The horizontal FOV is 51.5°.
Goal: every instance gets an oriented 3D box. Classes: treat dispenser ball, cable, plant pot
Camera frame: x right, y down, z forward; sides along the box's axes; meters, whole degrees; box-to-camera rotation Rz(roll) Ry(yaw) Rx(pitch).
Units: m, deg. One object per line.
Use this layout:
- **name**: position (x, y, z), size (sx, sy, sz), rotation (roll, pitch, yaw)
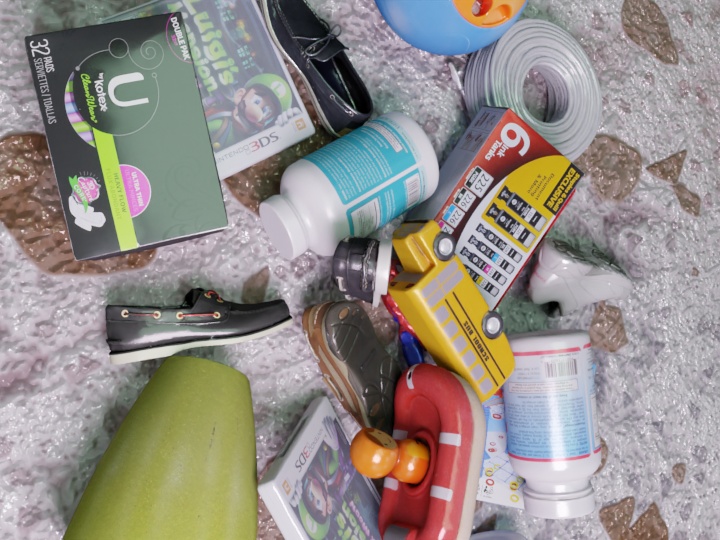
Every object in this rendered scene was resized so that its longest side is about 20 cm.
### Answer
- **treat dispenser ball**: position (0.106, -0.356, 0.868), size (0.196, 0.200, 0.206), rotation (2, 85, -24)
- **cable**: position (0.231, -0.231, 0.988), size (0.197, 0.069, 0.204), rotation (-26, 97, -24)
- **plant pot**: position (-0.173, 0.195, 0.728), size (0.184, 0.187, 0.204), rotation (21, 64, -21)

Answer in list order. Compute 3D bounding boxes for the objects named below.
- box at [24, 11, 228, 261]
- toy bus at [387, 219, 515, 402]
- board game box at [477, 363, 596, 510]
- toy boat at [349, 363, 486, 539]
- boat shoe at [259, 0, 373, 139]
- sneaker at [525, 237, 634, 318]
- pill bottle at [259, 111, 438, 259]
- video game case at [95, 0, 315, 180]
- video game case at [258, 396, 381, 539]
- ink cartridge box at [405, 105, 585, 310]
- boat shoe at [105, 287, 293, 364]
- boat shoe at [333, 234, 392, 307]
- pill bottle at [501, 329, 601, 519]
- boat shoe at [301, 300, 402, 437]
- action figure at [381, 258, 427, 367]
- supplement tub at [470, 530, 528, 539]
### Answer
- **box**: position (-0.220, -0.122, 0.729), size (0.145, 0.124, 0.205), rotation (-14, 94, -12)
- **toy bus**: position (0.095, 0.043, 0.827), size (0.078, 0.065, 0.202), rotation (-40, 109, -18)
- **board game box**: position (0.193, 0.193, 0.947), size (0.196, 0.056, 0.201), rotation (17, 80, -22)
- **toy boat**: position (0.048, 0.196, 0.785), size (0.129, 0.130, 0.205), rotation (20, 71, -25)
- **boat shoe**: position (-0.046, -0.250, 0.859), size (0.074, 0.062, 0.203), rotation (-38, 104, -39)
- **sneaker**: position (0.287, 0.019, 1.002), size (0.197, 0.078, 0.101), rotation (13, 118, -37)
- **pill bottle**: position (-0.015, -0.091, 0.843), size (0.198, 0.110, 0.113), rotation (-31, 99, -23)
- **video game case**: position (-0.167, -0.210, 0.831), size (0.180, 0.023, 0.203), rotation (-29, 98, -24)
- **video game case**: position (-0.022, 0.260, 0.787), size (0.023, 0.182, 0.203), rotation (-24, 99, 20)
- **ink cartridge box**: position (0.169, -0.064, 0.907), size (0.174, 0.084, 0.202), rotation (33, 94, -19)
- **boat shoe**: position (-0.165, 0.050, 0.784), size (0.197, 0.073, 0.065), rotation (-7, 91, -23)
- **boat shoe**: position (0.000, 0.000, 0.808), size (0.059, 0.200, 0.076), rotation (8, 89, 0)
- **pill bottle**: position (0.222, 0.175, 0.871), size (0.106, 0.108, 0.205), rotation (-4, 88, -24)
- **boat shoe**: position (-0.006, 0.115, 0.854), size (0.076, 0.073, 0.203), rotation (-44, 124, -36)
- **action figure**: position (0.061, 0.085, 0.892), size (0.051, 0.065, 0.205), rotation (-17, 95, -2)
- **supplement tub**: position (0.170, 0.428, 0.883), size (0.120, 0.122, 0.205), rotation (-17, 92, -24)
